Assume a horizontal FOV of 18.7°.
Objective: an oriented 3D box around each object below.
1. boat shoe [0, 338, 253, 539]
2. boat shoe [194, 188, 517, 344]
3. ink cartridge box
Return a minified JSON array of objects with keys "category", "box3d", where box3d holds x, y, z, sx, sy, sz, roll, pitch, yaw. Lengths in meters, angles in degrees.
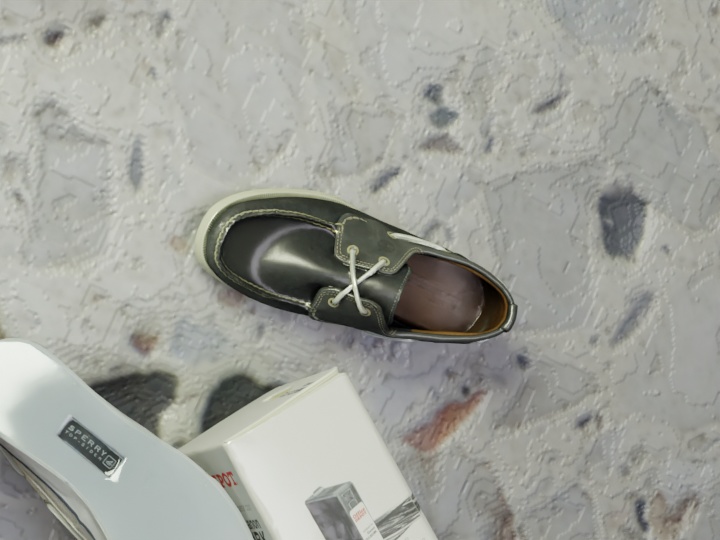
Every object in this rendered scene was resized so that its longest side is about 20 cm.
[{"category":"boat shoe","box3d":[-0.138,0.122,1.194,0.202,0.086,0.075,40,73,0]},{"category":"boat shoe","box3d":[0.000,0.000,1.273,0.200,0.068,0.072,17,94,-28]},{"category":"ink cartridge box","box3d":[-0.015,0.165,1.221,0.084,0.144,0.200,-29,91,-20]}]
